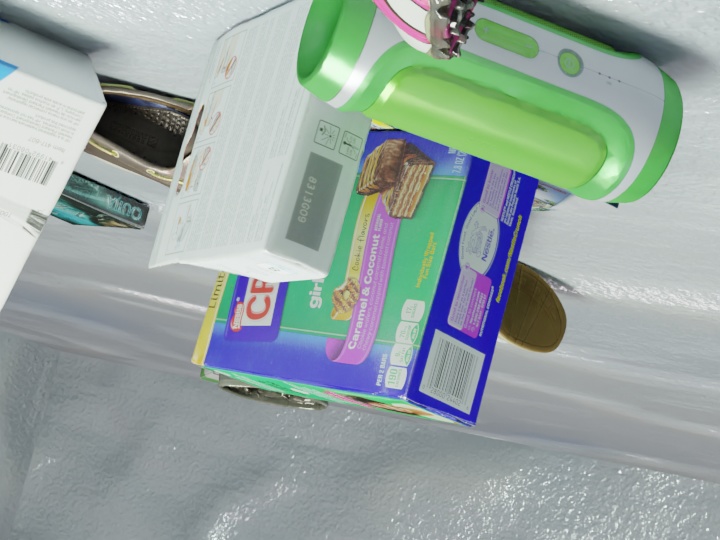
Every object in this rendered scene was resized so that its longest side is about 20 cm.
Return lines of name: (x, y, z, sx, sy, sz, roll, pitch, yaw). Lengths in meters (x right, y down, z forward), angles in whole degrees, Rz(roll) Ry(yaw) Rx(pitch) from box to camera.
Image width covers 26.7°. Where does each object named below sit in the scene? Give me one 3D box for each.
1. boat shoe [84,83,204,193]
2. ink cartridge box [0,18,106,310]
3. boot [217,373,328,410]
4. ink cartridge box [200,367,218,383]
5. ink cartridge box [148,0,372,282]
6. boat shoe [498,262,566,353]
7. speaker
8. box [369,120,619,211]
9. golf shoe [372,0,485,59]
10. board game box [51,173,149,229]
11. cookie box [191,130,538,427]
boat shoe: (-0.132, -0.095, 1.169, 0.198, 0.073, 0.060, 19, 173, 7)
ink cartridge box: (-0.292, -0.078, 1.083, 0.145, 0.201, 0.085, 20, -156, -31)
boot: (-0.090, -0.002, 1.229, 0.180, 0.203, 0.072, 17, 169, -17)
ink cartridge box: (-0.118, 0.058, 1.746, 0.083, 0.148, 0.200, 15, 171, -12)
ink cartridge box: (-0.057, -0.074, 0.911, 0.047, 0.162, 0.199, 20, 169, -24)
boat shoe: (0.111, 0.018, 1.446, 0.199, 0.075, 0.066, 31, 166, -27)
speaker: (0.070, -0.101, 0.808, 0.198, 0.090, 0.088, 18, 169, -18)
box: (0.063, -0.089, 1.010, 0.199, 0.038, 0.136, 23, 167, -38)
golf shoe: (0.009, -0.160, 0.632, 0.091, 0.073, 0.200, 18, 161, 18)
board game box: (-0.338, -0.089, 1.599, 0.134, 0.029, 0.199, 6, 166, 45)
cookie box: (0.000, 0.000, 0.982, 0.198, 0.173, 0.075, 4, 163, 45)
